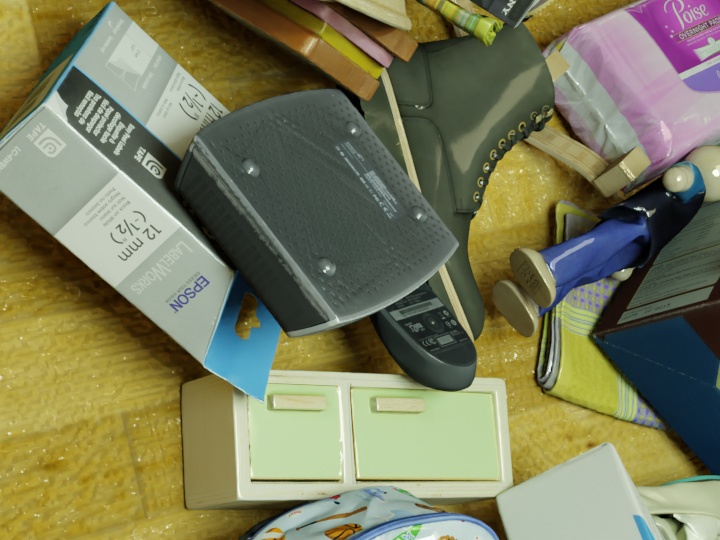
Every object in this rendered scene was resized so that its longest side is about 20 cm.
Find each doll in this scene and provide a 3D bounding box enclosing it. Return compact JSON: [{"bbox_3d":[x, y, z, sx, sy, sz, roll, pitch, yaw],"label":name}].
[{"bbox_3d":[0.183,-0.030,1.101,0.200,0.137,0.049,-29,70,-28],"label":"doll"}]

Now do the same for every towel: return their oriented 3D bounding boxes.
[{"bbox_3d":[0.208,0.042,1.187,0.199,0.023,0.144,20,67,-30],"label":"towel"},{"bbox_3d":[-0.003,-0.194,0.973,0.200,0.086,0.018,33,97,2],"label":"towel"}]

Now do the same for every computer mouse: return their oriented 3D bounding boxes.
[{"bbox_3d":[0.000,0.000,1.009,0.058,0.034,0.200,-11,56,-49],"label":"computer mouse"}]

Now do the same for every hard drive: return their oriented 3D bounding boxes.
[{"bbox_3d":[-0.022,-0.033,0.920,0.135,0.042,0.200,52,24,3],"label":"hard drive"}]

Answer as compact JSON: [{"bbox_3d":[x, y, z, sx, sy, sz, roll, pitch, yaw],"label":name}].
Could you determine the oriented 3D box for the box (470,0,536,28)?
[{"bbox_3d":[0.014,-0.235,0.989,0.200,0.036,0.143,30,26,-23],"label":"box"}]

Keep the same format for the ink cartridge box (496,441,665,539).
[{"bbox_3d":[0.170,0.229,0.999,0.200,0.084,0.146,59,9,-32],"label":"ink cartridge box"}]

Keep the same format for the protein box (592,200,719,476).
[{"bbox_3d":[0.308,0.033,1.163,0.199,0.135,0.200,47,57,-16],"label":"protein box"}]

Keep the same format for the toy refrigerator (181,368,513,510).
[{"bbox_3d":[-0.004,0.103,0.993,0.199,0.070,0.076,5,76,-34],"label":"toy refrigerator"}]

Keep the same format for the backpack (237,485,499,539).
[{"bbox_3d":[0.010,0.221,0.907,0.199,0.154,0.191,-17,101,-37],"label":"backpack"}]

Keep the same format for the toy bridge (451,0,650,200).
[{"bbox_3d":[0.116,-0.126,1.134,0.200,0.067,0.027,51,54,-3],"label":"toy bridge"}]

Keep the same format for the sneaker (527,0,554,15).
[{"bbox_3d":[0.122,-0.282,1.176,0.090,0.075,0.201,33,60,-30],"label":"sneaker"}]

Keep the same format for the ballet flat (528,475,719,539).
[{"bbox_3d":[0.191,0.177,1.110,0.199,0.069,0.070,4,76,-27],"label":"ballet flat"}]

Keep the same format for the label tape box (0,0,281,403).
[{"bbox_3d":[-0.101,-0.039,0.922,0.200,0.066,0.143,41,27,-15],"label":"label tape box"}]

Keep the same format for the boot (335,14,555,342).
[{"bbox_3d":[0.080,-0.062,1.059,0.138,0.077,0.201,-18,90,-12],"label":"boot"}]

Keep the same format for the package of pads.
[{"bbox_3d":[0.231,-0.144,1.207,0.200,0.076,0.121,-27,80,-37],"label":"package of pads"}]

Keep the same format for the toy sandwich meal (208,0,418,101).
[{"bbox_3d":[-0.059,-0.165,0.961,0.205,0.205,0.070,21,102,-30],"label":"toy sandwich meal"}]
